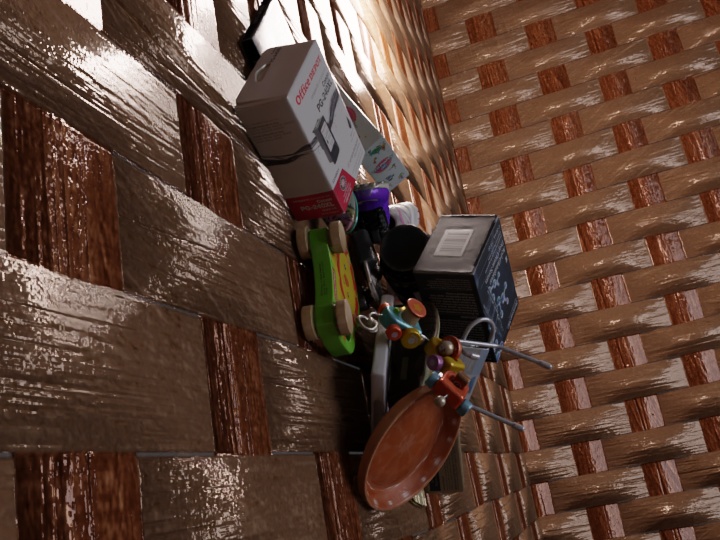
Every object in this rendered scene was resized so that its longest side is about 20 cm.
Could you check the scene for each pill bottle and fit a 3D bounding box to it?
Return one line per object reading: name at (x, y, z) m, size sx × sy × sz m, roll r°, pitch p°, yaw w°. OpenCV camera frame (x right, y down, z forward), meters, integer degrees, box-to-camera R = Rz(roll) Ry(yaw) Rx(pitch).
pill bottle at (0.097, -0.006, 1.330) m, size 0.200 × 0.111 × 0.113 m, roll 53°, pitch 26°, yaw -66°

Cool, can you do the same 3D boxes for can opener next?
can opener at (0.000, 0.000, 1.260) m, size 0.200 × 0.066 × 0.054 m, roll -105°, pitch 172°, yaw -59°

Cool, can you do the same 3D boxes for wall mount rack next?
wall mount rack at (0.200, 0.181, 1.182) m, size 0.075 × 0.173 × 0.201 m, roll 42°, pitch -63°, yaw 54°

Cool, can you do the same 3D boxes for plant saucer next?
plant saucer at (0.069, 0.249, 1.069) m, size 0.032 × 0.200 × 0.201 m, roll 31°, pitch -17°, yaw 39°

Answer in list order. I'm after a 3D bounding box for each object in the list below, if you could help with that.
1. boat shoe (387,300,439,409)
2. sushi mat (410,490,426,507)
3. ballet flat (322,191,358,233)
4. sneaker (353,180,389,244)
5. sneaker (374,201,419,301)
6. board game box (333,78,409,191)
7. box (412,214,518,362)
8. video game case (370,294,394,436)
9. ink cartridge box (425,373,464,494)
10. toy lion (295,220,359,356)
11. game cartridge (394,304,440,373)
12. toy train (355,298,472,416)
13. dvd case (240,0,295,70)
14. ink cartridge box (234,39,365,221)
boat shoe at (0.086, 0.146, 1.156) m, size 0.076 × 0.071 × 0.201 m, roll 55°, pitch 43°, yaw -47°
sushi mat at (0.088, 0.316, 1.331) m, size 0.096 × 0.012 × 0.201 m, roll 51°, pitch 28°, yaw -59°
ballet flat at (-0.052, -0.136, 1.173) m, size 0.071 × 0.069 × 0.201 m, roll 33°, pitch 31°, yaw -32°
sneaker at (0.025, -0.100, 1.352) m, size 0.200 × 0.069 × 0.100 m, roll 40°, pitch 43°, yaw -81°
sneaker at (0.064, -0.039, 1.473) m, size 0.088 × 0.081 × 0.202 m, roll 5°, pitch 79°, yaw -46°
board game box at (0.003, -0.238, 1.352) m, size 0.148 × 0.064 × 0.200 m, roll 52°, pitch 6°, yaw 20°
box at (0.181, 0.031, 1.246) m, size 0.149 × 0.106 × 0.201 m, roll -60°, pitch 141°, yaw -40°
video game case at (0.034, 0.167, 1.145) m, size 0.200 × 0.023 × 0.183 m, roll -80°, pitch 171°, yaw -58°
ink cartridge box at (0.145, 0.282, 1.383) m, size 0.200 × 0.075 × 0.166 m, roll -83°, pitch 164°, yaw -62°
toy lion at (-0.034, 0.034, 1.083) m, size 0.192 × 0.068 × 0.201 m, roll 65°, pitch 17°, yaw -58°
game cartridge at (0.093, 0.128, 1.333) m, size 0.200 × 0.041 × 0.134 m, roll 171°, pitch -92°, yaw -80°
toy train at (0.094, 0.107, 1.047) m, size 0.200 × 0.056 × 0.150 m, roll 42°, pitch 19°, yaw 13°
dvd case at (-0.126, -0.318, 1.139) m, size 0.201 × 0.025 × 0.151 m, roll -83°, pitch 155°, yaw -52°
ink cartridge box at (-0.077, -0.194, 1.037) m, size 0.146 × 0.083 × 0.201 m, roll -73°, pitch 148°, yaw -41°
